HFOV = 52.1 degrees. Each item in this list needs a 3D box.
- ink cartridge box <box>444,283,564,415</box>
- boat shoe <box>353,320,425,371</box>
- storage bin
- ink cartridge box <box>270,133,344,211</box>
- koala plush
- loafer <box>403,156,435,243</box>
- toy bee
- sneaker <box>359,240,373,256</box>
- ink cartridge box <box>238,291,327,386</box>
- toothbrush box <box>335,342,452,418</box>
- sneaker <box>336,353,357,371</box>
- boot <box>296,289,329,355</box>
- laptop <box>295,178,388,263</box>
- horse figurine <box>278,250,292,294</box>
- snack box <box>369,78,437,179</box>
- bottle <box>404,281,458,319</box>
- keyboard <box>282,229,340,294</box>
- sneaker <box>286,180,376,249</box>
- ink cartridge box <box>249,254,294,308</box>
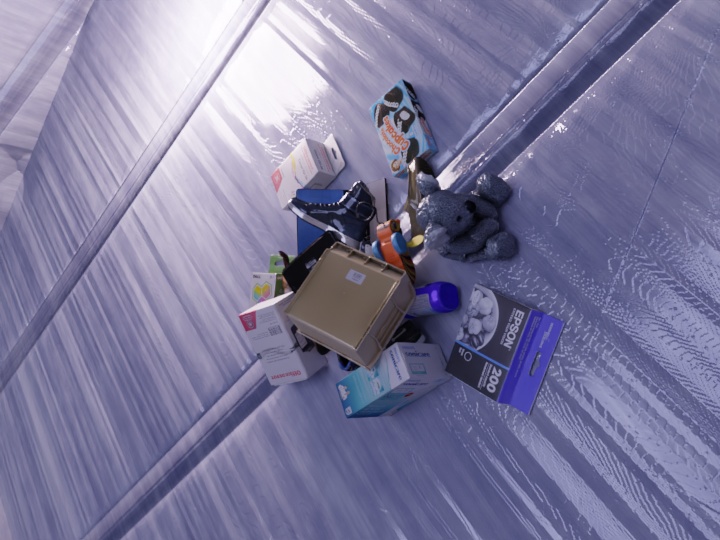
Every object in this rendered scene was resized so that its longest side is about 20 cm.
[{"bbox_3d":[0.277,0.152,1.449,0.200,0.043,0.199,26,102,42],"label":"ink cartridge box"},{"bbox_3d":[0.053,0.175,1.634,0.200,0.076,0.060,-35,97,25],"label":"boat shoe"},{"bbox_3d":[-0.020,0.067,1.528,0.199,0.094,0.199,24,72,32],"label":"storage bin"},{"bbox_3d":[-0.137,-0.255,1.896,0.200,0.067,0.117,-42,57,32],"label":"ink cartridge box"},{"bbox_3d":[0.180,-0.102,1.462,0.183,0.200,0.178,-14,75,37],"label":"koala plush"},{"bbox_3d":[0.127,-0.151,1.617,0.067,0.076,0.201,-15,73,35],"label":"loafer"},{"bbox_3d":[0.076,-0.067,1.588,0.130,0.109,0.201,1,111,22],"label":"toy bee"},{"bbox_3d":[0.000,0.000,1.665,0.198,0.080,0.130,-23,60,2],"label":"sneaker"},{"bbox_3d":[-0.192,0.171,1.819,0.144,0.084,0.201,-18,99,42],"label":"ink cartridge box"},{"bbox_3d":[0.070,0.234,1.567,0.200,0.146,0.086,-39,59,32],"label":"toothbrush box"},{"bbox_3d":[-0.030,0.139,1.691,0.075,0.078,0.201,-10,95,22],"label":"sneaker"},{"bbox_3d":[-0.103,0.115,1.755,0.075,0.074,0.201,28,142,37],"label":"boot"},{"bbox_3d":[-0.043,-0.116,1.751,0.199,0.116,0.188,-12,76,43],"label":"laptop"},{"bbox_3d":[-0.173,0.051,1.878,0.133,0.050,0.201,129,131,-71],"label":"horse figurine"},{"bbox_3d":[0.096,-0.326,1.700,0.116,0.037,0.201,-37,60,35],"label":"snack box"},{"bbox_3d":[0.113,0.070,1.591,0.199,0.083,0.066,-14,75,41],"label":"bottle"},{"bbox_3d":[-0.098,-0.007,1.732,0.200,0.040,0.104,-37,79,38],"label":"keyboard"},{"bbox_3d":[-0.059,-0.158,1.709,0.202,0.077,0.147,29,100,9],"label":"sneaker"},{"bbox_3d":[-0.238,0.056,1.954,0.104,0.059,0.201,3,86,45],"label":"ink cartridge box"}]
